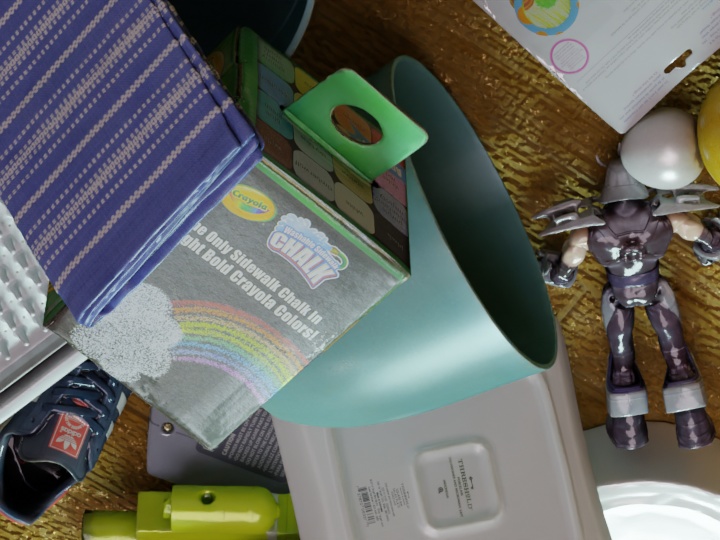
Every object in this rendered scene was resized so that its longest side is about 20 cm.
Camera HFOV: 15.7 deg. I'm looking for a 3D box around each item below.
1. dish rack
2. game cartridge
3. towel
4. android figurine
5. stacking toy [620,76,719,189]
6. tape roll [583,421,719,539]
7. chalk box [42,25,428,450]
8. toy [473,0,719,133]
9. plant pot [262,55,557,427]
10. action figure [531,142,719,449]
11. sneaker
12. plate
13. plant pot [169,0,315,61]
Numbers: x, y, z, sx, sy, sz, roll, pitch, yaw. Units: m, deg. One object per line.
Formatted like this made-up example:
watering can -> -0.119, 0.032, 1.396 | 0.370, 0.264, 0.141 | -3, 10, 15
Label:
dish rack -> -0.250, 0.016, 1.578 | 0.199, 0.044, 0.172 | -36, 124, -1
game cartridge -> -0.059, 0.064, 1.677 | 0.132, 0.042, 0.201 | 23, 119, -7
towel -> -0.139, -0.090, 1.305 | 0.145, 0.201, 0.024 | -45, 154, 25
android figurine -> -0.084, 0.193, 1.725 | 0.198, 0.041, 0.183 | 3, 144, -1
stacking toy -> 0.248, -0.085, 1.528 | 0.198, 0.146, 0.147 | -7, 121, 18
tape roll -> 0.185, 0.202, 1.729 | 0.201, 0.071, 0.204 | 1, 121, 1
chalk box -> -0.054, -0.032, 1.355 | 0.124, 0.124, 0.200 | 38, 115, -23
toy -> 0.122, -0.187, 1.514 | 0.200, 0.047, 0.115 | 39, 118, -18
plant pot -> 0.000, 0.000, 1.527 | 0.160, 0.201, 0.201 | -27, 116, 16
action figure -> 0.171, 0.014, 1.622 | 0.129, 0.069, 0.201 | -5, 114, 13
sneaker -> -0.178, 0.082, 1.663 | 0.075, 0.085, 0.201 | 23, 119, -11
plate -> 0.056, 0.136, 1.615 | 0.198, 0.032, 0.201 | -10, 80, -14
plant pot -> -0.119, -0.208, 1.428 | 0.198, 0.188, 0.201 | 1, 121, 1
